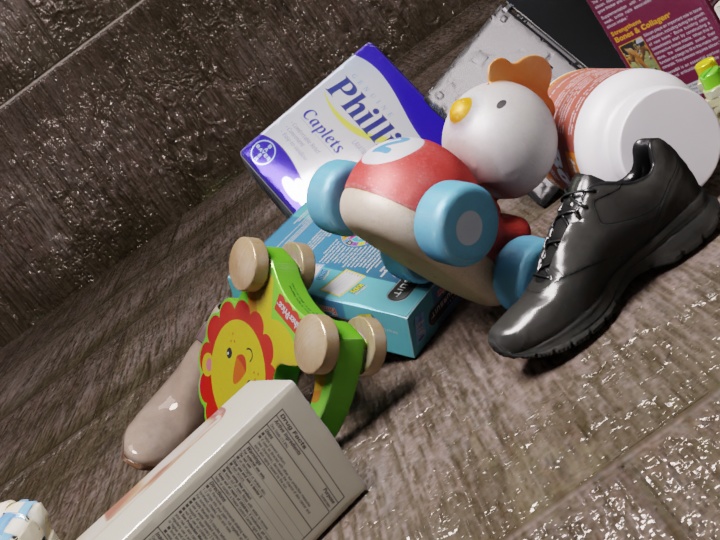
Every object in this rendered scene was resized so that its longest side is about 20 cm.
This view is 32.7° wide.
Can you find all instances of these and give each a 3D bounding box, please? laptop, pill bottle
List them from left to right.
[{"bbox_3d":[0.200,-0.186,1.254,0.201,0.177,0.103,-49,-23,7],"label":"laptop"},{"bbox_3d":[0.217,-0.110,1.013,0.112,0.113,0.200,-36,12,-2],"label":"pill bottle"}]

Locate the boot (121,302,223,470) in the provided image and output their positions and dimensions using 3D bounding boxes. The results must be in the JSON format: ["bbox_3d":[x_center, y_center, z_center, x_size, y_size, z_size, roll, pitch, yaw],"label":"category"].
[{"bbox_3d":[-0.165,0.106,1.237,0.148,0.070,0.200,-61,-3,16],"label":"boot"}]

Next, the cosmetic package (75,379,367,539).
[{"bbox_3d":[-0.106,0.179,0.858,0.199,0.104,0.087,-40,15,-24],"label":"cosmetic package"}]

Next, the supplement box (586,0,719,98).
[{"bbox_3d":[0.285,-0.246,1.116,0.110,0.201,0.086,-20,19,51],"label":"supplement box"}]

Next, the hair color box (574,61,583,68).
[{"bbox_3d":[0.222,-0.164,1.311,0.200,0.062,0.101,-42,14,-18],"label":"hair color box"}]

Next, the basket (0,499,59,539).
[{"bbox_3d":[-0.313,0.263,0.934,0.197,0.178,0.140,-17,23,25],"label":"basket"}]

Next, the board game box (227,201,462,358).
[{"bbox_3d":[0.000,0.000,1.141,0.197,0.048,0.151,12,41,32],"label":"board game box"}]

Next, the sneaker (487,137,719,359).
[{"bbox_3d":[0.161,-0.017,0.879,0.199,0.091,0.076,-40,15,-12],"label":"sneaker"}]

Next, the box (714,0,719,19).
[{"bbox_3d":[0.406,-0.254,1.078,0.200,0.096,0.077,-42,14,-32],"label":"box"}]

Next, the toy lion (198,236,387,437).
[{"bbox_3d":[-0.076,0.085,1.048,0.200,0.068,0.194,44,122,46],"label":"toy lion"}]

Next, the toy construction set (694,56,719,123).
[{"bbox_3d":[0.343,-0.160,0.938,0.200,0.092,0.131,-39,7,45],"label":"toy construction set"}]

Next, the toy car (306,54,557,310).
[{"bbox_3d":[0.088,-0.090,0.978,0.183,0.176,0.202,15,77,54],"label":"toy car"}]

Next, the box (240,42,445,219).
[{"bbox_3d":[0.000,-0.118,1.382,0.199,0.184,0.105,-41,-20,-5],"label":"box"}]

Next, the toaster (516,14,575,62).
[{"bbox_3d":[0.254,-0.270,1.475,0.180,0.119,0.200,-27,16,37],"label":"toaster"}]
